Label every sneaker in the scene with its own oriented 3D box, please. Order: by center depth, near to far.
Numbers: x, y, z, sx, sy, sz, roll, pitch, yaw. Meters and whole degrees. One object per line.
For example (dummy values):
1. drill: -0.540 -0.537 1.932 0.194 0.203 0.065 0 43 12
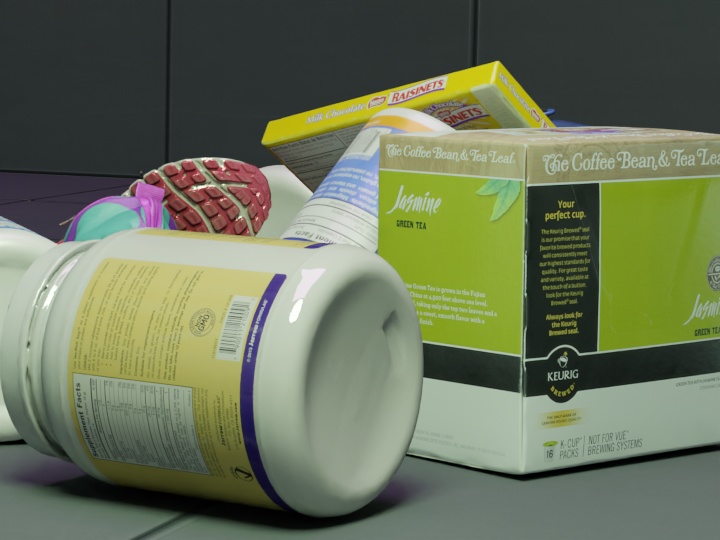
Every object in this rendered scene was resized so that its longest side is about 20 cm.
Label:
1. sneaker: -0.152 -0.025 1.699 0.199 0.081 0.075 -25 11 17

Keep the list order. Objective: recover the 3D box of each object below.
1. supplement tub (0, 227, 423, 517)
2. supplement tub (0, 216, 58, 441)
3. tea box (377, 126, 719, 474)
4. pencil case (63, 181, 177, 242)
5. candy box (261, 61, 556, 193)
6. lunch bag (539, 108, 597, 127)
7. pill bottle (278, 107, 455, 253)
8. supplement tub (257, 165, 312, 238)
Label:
1. supplement tub: -0.082 0.052 1.331 0.199 0.147 0.145 5 7 32
2. supplement tub: -0.245 0.030 1.569 0.131 0.133 0.200 -1 7 -19
3. tea box: 0.124 0.012 1.511 0.199 0.198 0.133 -3 7 -42
4. pencil case: -0.131 0.026 1.562 0.085 0.093 0.200 16 20 -28
5. candy box: 0.038 -0.086 1.690 0.199 0.027 0.102 -12 -43 36
6. lunch bag: 0.135 -0.034 1.941 0.135 0.202 0.132 -5 4 -7
7. pill bottle: 0.000 0.000 1.606 0.112 0.112 0.200 7 53 46
8. supplement tub: -0.023 -0.017 1.998 0.144 0.146 0.200 4 7 28
